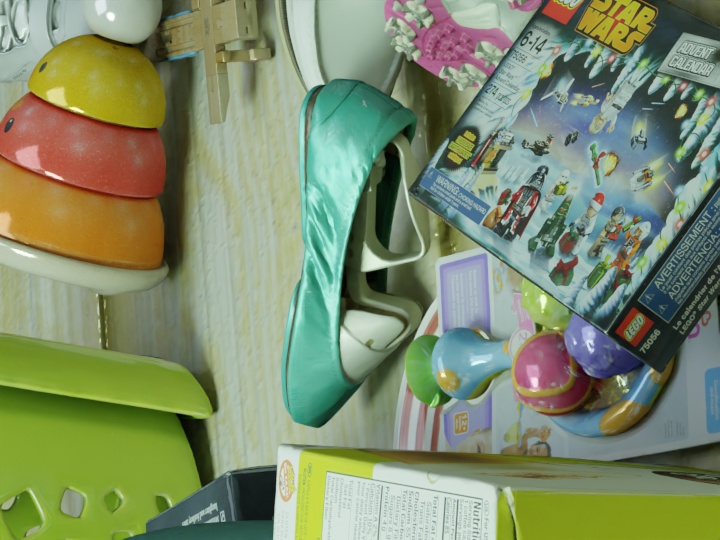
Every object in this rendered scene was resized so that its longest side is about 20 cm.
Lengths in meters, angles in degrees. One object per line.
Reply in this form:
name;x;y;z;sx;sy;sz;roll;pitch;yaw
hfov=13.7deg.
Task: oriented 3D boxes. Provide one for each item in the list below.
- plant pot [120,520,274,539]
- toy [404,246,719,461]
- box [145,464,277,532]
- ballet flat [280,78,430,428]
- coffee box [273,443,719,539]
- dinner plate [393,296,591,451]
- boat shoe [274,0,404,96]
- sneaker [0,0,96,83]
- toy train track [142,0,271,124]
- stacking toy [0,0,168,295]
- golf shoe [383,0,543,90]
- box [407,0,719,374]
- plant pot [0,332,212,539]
plant pot;-0.072;0.206;1.352;0.161;0.200;0.201;2;89;39
toy;0.088;0.031;1.365;0.200;0.047;0.115;-17;71;52
box;-0.028;0.207;1.528;0.148;0.107;0.200;146;118;-65
ballet flat;0.000;0.000;1.565;0.070;0.067;0.200;15;115;25
coffee box;0.089;0.179;1.219;0.198;0.199;0.200;2;88;63
dinner plate;0.069;0.096;1.469;0.200;0.024;0.200;-177;90;-65
boat shoe;0.002;-0.179;1.577;0.068;0.075;0.200;173;100;-69
sneaker;-0.218;-0.159;1.957;0.200;0.115;0.075;161;111;-71
toy train track;-0.091;-0.145;1.819;0.200;0.032;0.115;179;86;-70
stacking toy;-0.168;-0.096;1.861;0.146;0.146;0.200;32;107;61
golf shoe;0.070;-0.154;1.460;0.092;0.075;0.200;-57;2;-22
box;0.112;-0.051;1.313;0.137;0.040;0.200;-54;31;1
plant pot;-0.205;0.136;1.844;0.200;0.199;0.182;-9;73;64
